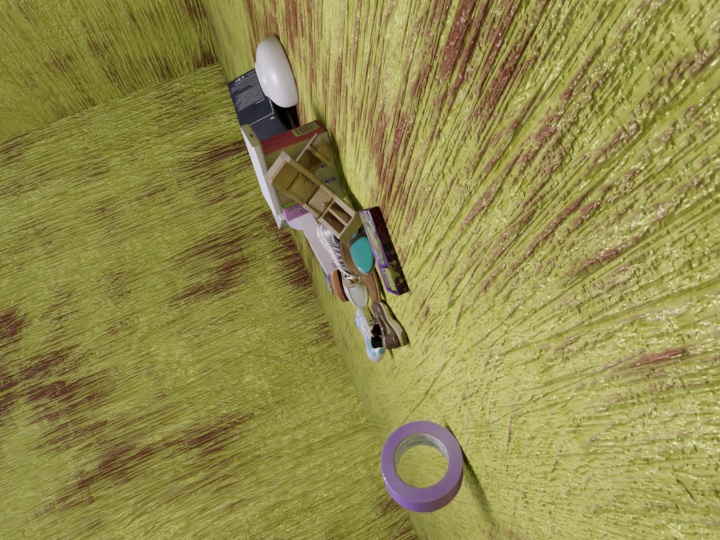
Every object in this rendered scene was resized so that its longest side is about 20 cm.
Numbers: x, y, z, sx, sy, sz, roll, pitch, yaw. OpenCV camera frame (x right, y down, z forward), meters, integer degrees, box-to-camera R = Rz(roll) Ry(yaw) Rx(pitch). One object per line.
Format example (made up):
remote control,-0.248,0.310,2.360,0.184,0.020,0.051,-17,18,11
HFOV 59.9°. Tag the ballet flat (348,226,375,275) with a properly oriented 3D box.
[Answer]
ballet flat,-0.002,-0.076,1.603,0.063,0.067,0.203,24,-143,-62

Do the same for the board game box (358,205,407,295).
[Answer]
board game box,0.050,-0.045,1.428,0.120,0.032,0.204,-172,61,-75

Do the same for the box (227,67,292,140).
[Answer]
box,-0.305,-0.488,1.974,0.199,0.122,0.200,68,-172,26

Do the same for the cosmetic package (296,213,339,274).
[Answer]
cosmetic package,-0.124,-0.093,1.782,0.203,0.050,0.083,62,-176,-15

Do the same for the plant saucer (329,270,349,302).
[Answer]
plant saucer,-0.067,-0.002,1.953,0.200,0.032,0.205,-10,-90,-80

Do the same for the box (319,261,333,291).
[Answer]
box,-0.098,-0.047,2.043,0.202,0.039,0.139,-90,-13,-56

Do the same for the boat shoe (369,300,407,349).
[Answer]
boat shoe,0.056,0.143,1.675,0.203,0.074,0.076,-129,19,-61

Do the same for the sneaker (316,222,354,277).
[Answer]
sneaker,-0.036,-0.062,1.737,0.201,0.086,0.074,53,-139,-24

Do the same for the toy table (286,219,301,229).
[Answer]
toy table,-0.168,-0.228,1.852,0.182,0.202,0.117,29,-176,-16

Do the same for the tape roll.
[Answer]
tape roll,0.148,0.468,1.503,0.066,0.197,0.201,76,167,-48

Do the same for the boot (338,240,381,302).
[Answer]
boot,0.000,0.000,1.679,0.074,0.074,0.203,-164,52,-76

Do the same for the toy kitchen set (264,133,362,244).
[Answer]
toy kitchen set,-0.087,-0.211,1.526,0.199,0.164,0.180,32,-171,-49

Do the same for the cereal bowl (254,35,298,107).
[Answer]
cereal bowl,-0.253,-0.568,1.812,0.200,0.082,0.204,158,91,-81

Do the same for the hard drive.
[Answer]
hard drive,-0.252,-0.257,1.602,0.132,0.026,0.203,-124,16,-48

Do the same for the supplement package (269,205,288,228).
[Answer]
supplement package,-0.245,-0.258,1.998,0.156,0.109,0.203,154,94,-79

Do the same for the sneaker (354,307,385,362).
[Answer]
sneaker,0.036,0.190,1.965,0.073,0.071,0.202,-56,41,37

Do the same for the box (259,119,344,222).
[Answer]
box,-0.155,-0.264,1.656,0.097,0.173,0.203,-126,16,-52

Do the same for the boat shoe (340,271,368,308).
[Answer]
boat shoe,-0.023,0.021,1.856,0.068,0.073,0.204,-133,23,-79
